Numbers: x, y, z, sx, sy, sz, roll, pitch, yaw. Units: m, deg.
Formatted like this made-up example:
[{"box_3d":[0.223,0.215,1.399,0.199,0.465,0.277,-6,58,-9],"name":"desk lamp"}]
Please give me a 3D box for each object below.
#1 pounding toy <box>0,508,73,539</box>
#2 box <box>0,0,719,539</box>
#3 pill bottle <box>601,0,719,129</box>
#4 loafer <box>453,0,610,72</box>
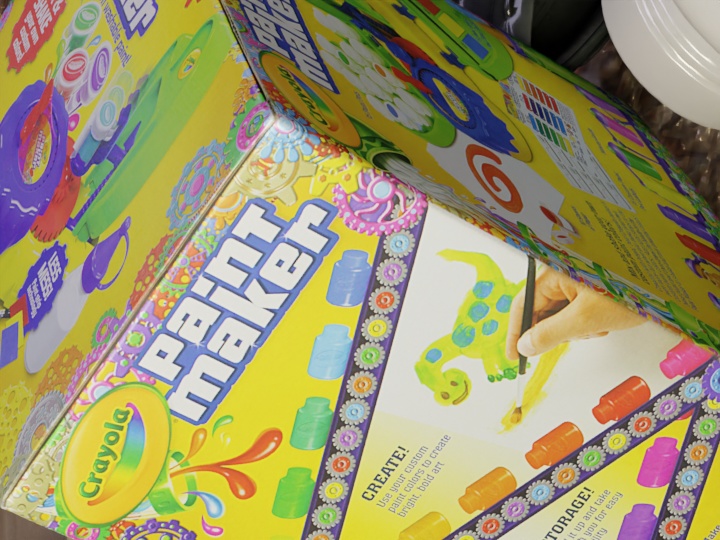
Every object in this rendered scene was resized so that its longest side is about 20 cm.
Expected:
[{"box_3d":[-0.063,0.079,0.932,0.200,0.142,0.185,-41,46,46],"name":"pounding toy"},{"box_3d":[0.000,0.000,0.715,0.122,0.192,0.200,-53,28,17],"name":"box"},{"box_3d":[0.154,-0.121,0.741,0.200,0.111,0.111,-43,46,44],"name":"pill bottle"},{"box_3d":[0.091,-0.141,0.853,0.201,0.068,0.070,-59,31,-7],"name":"loafer"}]
